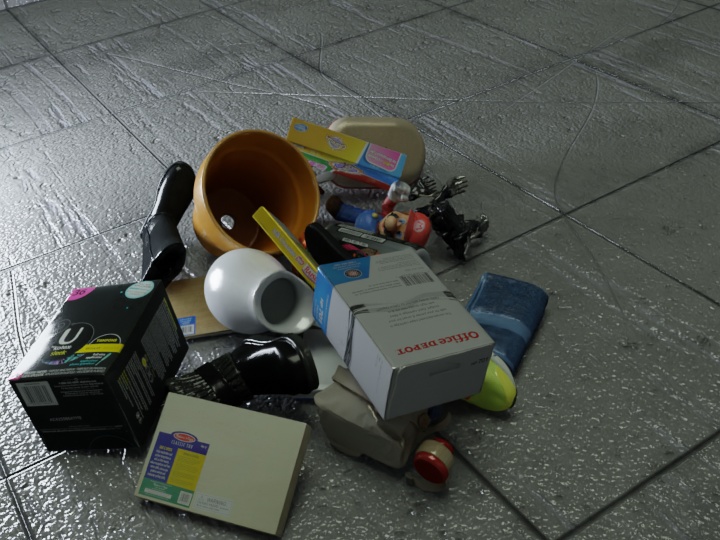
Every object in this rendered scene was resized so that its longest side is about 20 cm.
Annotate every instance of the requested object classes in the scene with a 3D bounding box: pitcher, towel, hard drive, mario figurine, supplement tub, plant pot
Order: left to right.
[{"bbox_3d":[-0.190,-0.101,1.466,0.198,0.203,0.183,-28,0,-30],"label":"plant pot"},{"bbox_3d":[-0.129,0.045,1.306,0.198,0.170,0.123,13,77,55],"label":"pitcher"},{"bbox_3d":[0.000,0.000,1.372,0.197,0.125,0.123,15,39,28],"label":"supplement tub"},{"bbox_3d":[0.010,0.132,1.267,0.195,0.026,0.133,0,35,7],"label":"hard drive"},{"bbox_3d":[0.023,-0.079,1.486,0.196,0.126,0.106,7,27,28],"label":"mario figurine"},{"bbox_3d":[0.195,0.080,1.296,0.109,0.049,0.200,13,38,23],"label":"towel"}]

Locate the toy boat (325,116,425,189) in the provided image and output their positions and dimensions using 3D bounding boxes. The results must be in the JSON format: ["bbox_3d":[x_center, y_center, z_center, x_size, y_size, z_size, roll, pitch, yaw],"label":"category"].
[{"bbox_3d":[0.023,-0.215,1.698,0.195,0.134,0.131,0,-4,-9],"label":"toy boat"}]

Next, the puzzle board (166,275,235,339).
[{"bbox_3d":[-0.244,0.058,1.418,0.195,0.018,0.152,-9,36,-5],"label":"puzzle board"}]

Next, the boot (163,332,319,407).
[{"bbox_3d":[-0.158,0.151,1.178,0.156,0.081,0.210,-26,10,-30],"label":"boot"}]

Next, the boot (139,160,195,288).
[{"bbox_3d":[-0.316,-0.076,1.486,0.065,0.167,0.201,20,17,-20],"label":"boot"}]

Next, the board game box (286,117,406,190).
[{"bbox_3d":[-0.029,-0.194,1.518,0.196,0.041,0.153,18,-4,-4],"label":"board game box"}]

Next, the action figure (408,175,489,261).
[{"bbox_3d":[0.155,-0.098,1.498,0.101,0.120,0.200,-31,32,-6],"label":"action figure"}]

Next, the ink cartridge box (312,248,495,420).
[{"bbox_3d":[0.047,0.070,1.094,0.144,0.087,0.201,-10,41,-27],"label":"ink cartridge box"}]

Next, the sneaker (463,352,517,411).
[{"bbox_3d":[0.109,0.133,1.173,0.197,0.079,0.090,28,32,12],"label":"sneaker"}]

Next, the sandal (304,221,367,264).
[{"bbox_3d":[-0.011,-0.005,1.277,0.044,0.076,0.200,-20,49,-29],"label":"sandal"}]

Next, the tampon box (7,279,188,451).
[{"bbox_3d":[-0.347,0.125,1.220,0.146,0.128,0.202,-6,34,15],"label":"tampon box"}]

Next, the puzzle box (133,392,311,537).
[{"bbox_3d":[-0.167,0.232,1.091,0.196,0.025,0.136,9,69,20],"label":"puzzle box"}]

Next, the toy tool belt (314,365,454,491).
[{"bbox_3d":[0.048,0.174,1.119,0.197,0.127,0.123,18,49,30],"label":"toy tool belt"}]

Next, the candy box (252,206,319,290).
[{"bbox_3d":[-0.073,-0.003,1.286,0.026,0.102,0.201,-41,72,-1],"label":"candy box"}]

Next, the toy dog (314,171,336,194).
[{"bbox_3d":[-0.096,-0.143,1.621,0.095,0.132,0.202,31,35,-22],"label":"toy dog"}]
